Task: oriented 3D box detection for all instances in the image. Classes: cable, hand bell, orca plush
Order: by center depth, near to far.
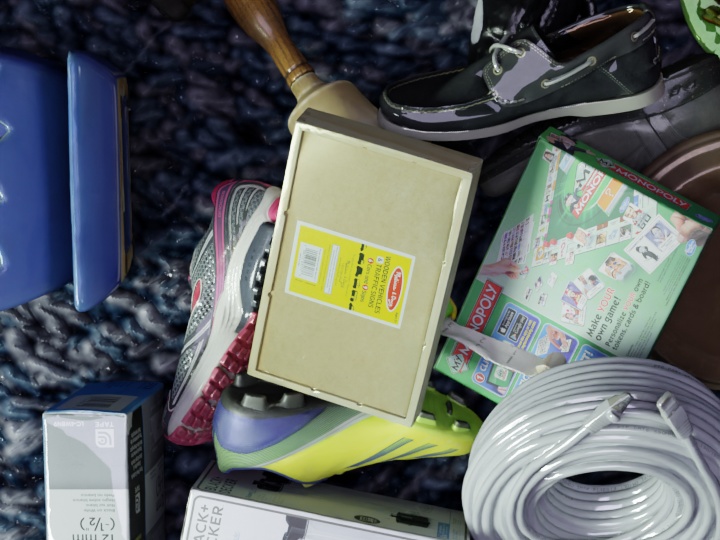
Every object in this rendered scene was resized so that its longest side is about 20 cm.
[{"bbox_3d":[0.168,0.145,1.414,0.200,0.069,0.200,-26,131,25],"label":"cable"},{"bbox_3d":[0.100,-0.170,1.436,0.105,0.071,0.200,39,97,0],"label":"orca plush"},{"bbox_3d":[-0.048,-0.143,1.446,0.104,0.104,0.200,-37,75,6],"label":"hand bell"}]

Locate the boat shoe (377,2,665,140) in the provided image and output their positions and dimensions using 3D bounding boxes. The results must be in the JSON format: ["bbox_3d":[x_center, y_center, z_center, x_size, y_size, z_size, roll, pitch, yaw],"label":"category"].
[{"bbox_3d":[0.106,-0.136,1.381,0.199,0.072,0.068,-12,125,-5],"label":"boat shoe"}]

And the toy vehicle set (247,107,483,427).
[{"bbox_3d":[0.000,0.000,1.382,0.124,0.027,0.201,18,118,10],"label":"toy vehicle set"}]

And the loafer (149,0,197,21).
[{"bbox_3d":[-0.169,-0.273,1.452,0.071,0.073,0.200,-38,100,1],"label":"loafer"}]

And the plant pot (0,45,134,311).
[{"bbox_3d":[-0.250,-0.066,1.412,0.179,0.200,0.201,-1,95,-3],"label":"plant pot"}]

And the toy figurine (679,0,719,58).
[{"bbox_3d":[0.271,-0.208,1.366,0.199,0.184,0.151,21,96,2],"label":"toy figurine"}]

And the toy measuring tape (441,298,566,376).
[{"bbox_3d":[0.054,0.011,1.417,0.200,0.074,0.074,23,97,23],"label":"toy measuring tape"}]

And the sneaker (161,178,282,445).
[{"bbox_3d":[-0.096,0.032,1.474,0.075,0.081,0.201,26,97,30],"label":"sneaker"}]

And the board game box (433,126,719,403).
[{"bbox_3d":[0.148,0.017,1.426,0.134,0.029,0.200,30,119,11],"label":"board game box"}]

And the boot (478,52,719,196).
[{"bbox_3d":[0.190,-0.059,1.447,0.200,0.068,0.131,-23,99,7],"label":"boot"}]

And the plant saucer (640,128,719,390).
[{"bbox_3d":[0.269,-0.003,1.434,0.199,0.029,0.201,-1,111,-1],"label":"plant saucer"}]

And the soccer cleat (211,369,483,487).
[{"bbox_3d":[-0.010,0.118,1.467,0.199,0.065,0.084,5,117,-17],"label":"soccer cleat"}]

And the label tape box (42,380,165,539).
[{"bbox_3d":[-0.178,0.187,1.452,0.066,0.143,0.201,-2,95,4],"label":"label tape box"}]

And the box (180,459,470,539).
[{"bbox_3d":[-0.024,0.192,1.456,0.199,0.117,0.060,11,96,4],"label":"box"}]
